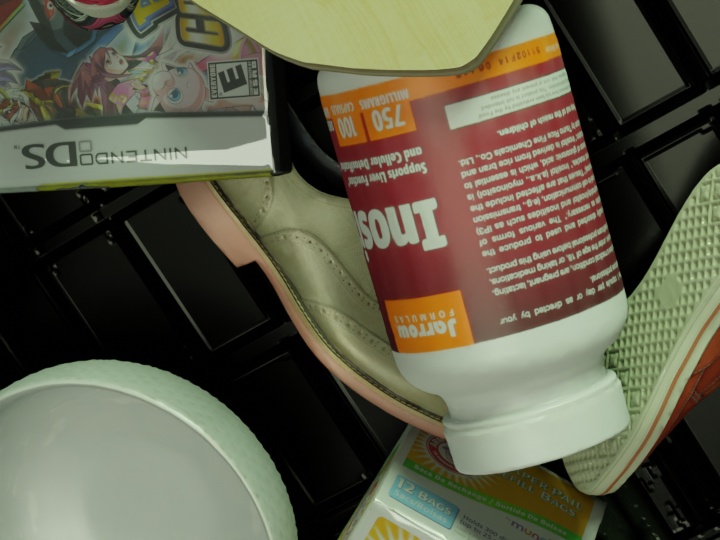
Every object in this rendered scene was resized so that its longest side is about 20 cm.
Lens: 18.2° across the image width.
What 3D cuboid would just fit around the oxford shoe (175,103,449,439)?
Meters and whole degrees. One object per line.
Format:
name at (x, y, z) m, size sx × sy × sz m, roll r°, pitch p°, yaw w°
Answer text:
oxford shoe at (0.000, 0.000, 1.096) m, size 0.200 × 0.071 × 0.074 m, roll 45°, pitch 111°, yaw -5°

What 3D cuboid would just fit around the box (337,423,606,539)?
box at (0.025, 0.184, 1.132) m, size 0.112 × 0.101 × 0.200 m, roll 30°, pitch 120°, yaw 1°

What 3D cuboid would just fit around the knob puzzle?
knob puzzle at (0.009, -0.169, 0.995) m, size 0.219 × 0.030 × 0.220 m, roll -4°, pitch 75°, yaw 17°

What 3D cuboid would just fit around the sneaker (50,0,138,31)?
sneaker at (-0.149, -0.204, 1.025) m, size 0.081 × 0.075 × 0.200 m, roll -13°, pitch 77°, yaw -9°

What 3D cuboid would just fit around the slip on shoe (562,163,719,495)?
slip on shoe at (0.156, 0.034, 1.073) m, size 0.061 × 0.074 × 0.200 m, roll 11°, pitch 126°, yaw -29°

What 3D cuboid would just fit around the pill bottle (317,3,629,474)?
pill bottle at (0.058, -0.014, 1.035) m, size 0.113 × 0.113 × 0.200 m, roll -14°, pitch 96°, yaw 19°

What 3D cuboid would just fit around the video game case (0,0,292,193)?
video game case at (-0.128, -0.139, 1.072) m, size 0.180 × 0.025 × 0.200 m, roll -3°, pitch 95°, yaw 15°

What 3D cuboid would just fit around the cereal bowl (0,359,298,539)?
cereal bowl at (-0.121, 0.135, 1.165) m, size 0.200 × 0.083 × 0.200 m, roll 6°, pitch 110°, yaw 16°
